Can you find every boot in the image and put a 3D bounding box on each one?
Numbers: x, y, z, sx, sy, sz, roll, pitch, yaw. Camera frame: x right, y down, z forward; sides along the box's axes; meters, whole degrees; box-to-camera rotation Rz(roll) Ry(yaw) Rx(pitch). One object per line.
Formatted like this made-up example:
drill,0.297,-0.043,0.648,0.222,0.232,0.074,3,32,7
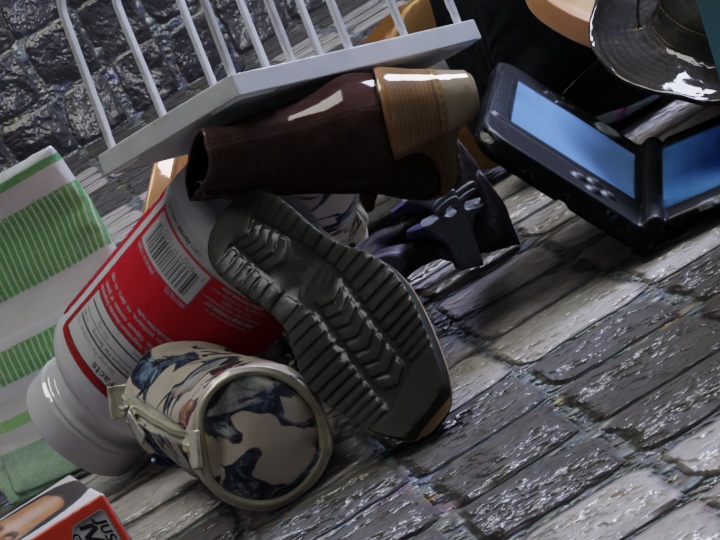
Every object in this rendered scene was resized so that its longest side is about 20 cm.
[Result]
boot,-0.024,-0.072,1.599,0.166,0.072,0.200,-13,-10,-9
boot,0.017,0.039,1.504,0.077,0.138,0.200,-47,48,8

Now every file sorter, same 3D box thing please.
file sorter,-0.061,-0.153,1.612,0.200,0.125,0.139,-18,-6,-42

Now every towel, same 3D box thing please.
towel,-0.213,0.036,1.774,0.152,0.200,0.023,-28,-4,20

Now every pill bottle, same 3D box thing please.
pill bottle,-0.117,0.032,1.668,0.200,0.112,0.112,-48,2,26

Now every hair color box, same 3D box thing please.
hair color box,-0.215,0.191,1.442,0.200,0.061,0.102,-32,10,-14

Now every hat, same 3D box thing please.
hat,0.229,-0.165,1.586,0.200,0.081,0.201,6,30,-4

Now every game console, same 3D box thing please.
game console,0.171,-0.093,1.581,0.116,0.176,0.200,-57,3,16

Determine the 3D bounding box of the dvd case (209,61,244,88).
dvd case,-0.095,-0.031,1.824,0.018,0.200,0.143,3,15,3

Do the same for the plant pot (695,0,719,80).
plant pot,0.255,-0.177,1.414,0.141,0.200,0.141,-32,27,-14

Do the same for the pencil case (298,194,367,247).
pencil case,-0.032,-0.060,1.823,0.089,0.078,0.200,3,-20,1

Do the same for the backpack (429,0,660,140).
backpack,0.155,-0.176,1.884,0.200,0.167,0.127,-22,16,-22

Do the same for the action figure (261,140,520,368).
action figure,0.000,0.000,1.727,0.200,0.069,0.130,-34,20,2

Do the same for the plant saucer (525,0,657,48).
plant saucer,0.206,-0.176,1.726,0.200,0.032,0.200,6,26,-3

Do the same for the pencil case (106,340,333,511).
pencil case,-0.079,0.084,1.513,0.089,0.078,0.200,-16,7,-15

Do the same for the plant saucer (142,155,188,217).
plant saucer,-0.131,-0.002,1.857,0.037,0.200,0.200,10,13,-1

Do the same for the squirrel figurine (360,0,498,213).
squirrel figurine,0.021,-0.114,2.006,0.200,0.142,0.187,-26,2,-13
